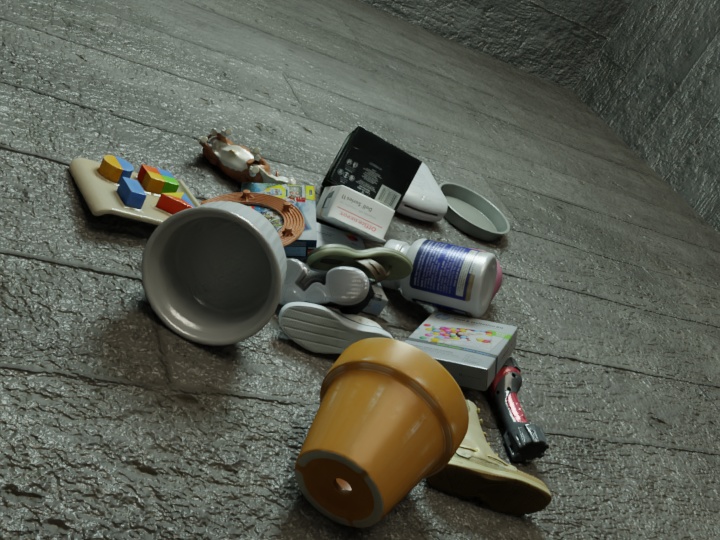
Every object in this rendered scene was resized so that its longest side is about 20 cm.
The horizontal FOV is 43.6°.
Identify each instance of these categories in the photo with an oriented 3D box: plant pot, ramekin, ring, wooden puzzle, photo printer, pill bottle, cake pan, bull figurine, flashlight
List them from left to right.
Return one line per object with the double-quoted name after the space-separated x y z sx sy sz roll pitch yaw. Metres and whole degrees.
-0.355 -0.131 1.468 0.200 0.046 0.185 8 27 -37 "wooden puzzle"
-0.201 -0.003 1.282 0.200 0.201 0.098 30 19 -2 "ramekin"
-0.219 -0.203 1.710 0.200 0.065 0.121 27 -16 8 "bull figurine"
-0.195 -0.088 1.533 0.200 0.019 0.201 2 33 -2 "ring"
0.013 0.219 1.154 0.200 0.200 0.183 35 43 7 "plant pot"
0.104 -0.191 2.044 0.166 0.070 0.200 15 32 -30 "photo printer"
0.138 0.007 1.644 0.200 0.120 0.120 14 21 20 "pill bottle"
0.265 -0.138 2.159 0.200 0.037 0.200 24 28 -14 "cake pan"
0.261 0.229 1.505 0.068 0.068 0.200 14 30 -22 "flashlight"

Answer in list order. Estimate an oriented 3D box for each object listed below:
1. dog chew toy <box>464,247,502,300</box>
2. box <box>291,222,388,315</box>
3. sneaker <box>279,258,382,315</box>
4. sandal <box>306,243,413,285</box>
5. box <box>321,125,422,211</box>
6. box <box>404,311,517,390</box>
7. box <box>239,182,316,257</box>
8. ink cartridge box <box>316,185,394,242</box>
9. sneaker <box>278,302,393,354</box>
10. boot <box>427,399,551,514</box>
0.225 0.012 1.782 0.124 0.125 0.200 39 20 14 "dog chew toy"
-0.048 -0.012 1.619 0.156 0.041 0.200 16 31 -28 "box"
-0.064 0.033 1.462 0.200 0.076 0.114 5 -13 25 "sneaker"
-0.001 0.000 1.536 0.201 0.080 0.057 4 54 -31 "sandal"
0.019 -0.196 1.823 0.148 0.125 0.200 29 -1 -8 "box"
0.165 0.131 1.515 0.156 0.041 0.200 10 19 21 "box"
-0.147 -0.092 1.597 0.136 0.038 0.200 1 33 -5 "box"
-0.010 -0.108 1.695 0.117 0.067 0.200 25 -1 -14 "ink cartridge box"
-0.042 0.097 1.429 0.200 0.073 0.071 22 6 -22 "sneaker"
0.186 0.274 1.346 0.200 0.073 0.156 18 32 -13 "boot"
